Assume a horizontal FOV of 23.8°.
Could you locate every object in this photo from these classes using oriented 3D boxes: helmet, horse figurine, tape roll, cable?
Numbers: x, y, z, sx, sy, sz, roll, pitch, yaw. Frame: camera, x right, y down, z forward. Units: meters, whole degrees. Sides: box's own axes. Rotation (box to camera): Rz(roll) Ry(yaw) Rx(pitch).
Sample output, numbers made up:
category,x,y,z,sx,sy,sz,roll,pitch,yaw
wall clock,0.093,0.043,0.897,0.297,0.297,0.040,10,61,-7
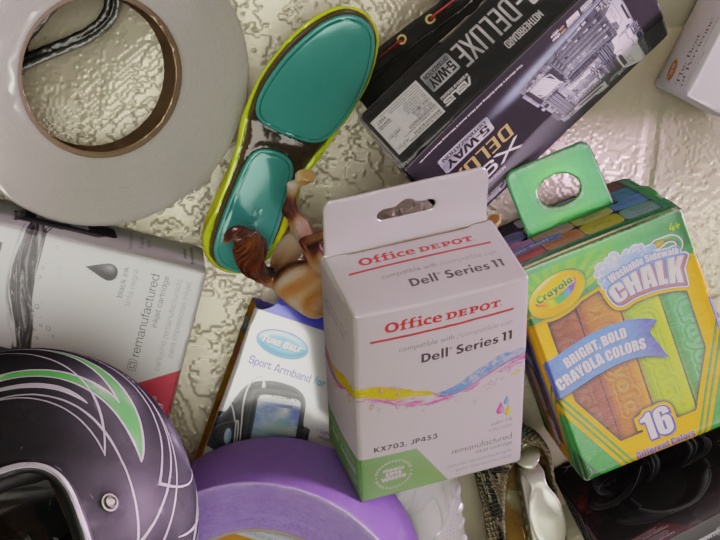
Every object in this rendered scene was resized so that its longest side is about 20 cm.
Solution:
category,x,y,z,sx,sy,sz,roll,pitch,yaw
helmet,-0.192,0.142,1.024,0.190,0.200,0.201,3,101,-7
horse figurine,0.000,0.000,1.125,0.200,0.050,0.133,11,140,-14
tape roll,-0.173,-0.128,1.115,0.202,0.037,0.203,-4,102,-19
tape roll,-0.059,0.219,1.145,0.199,0.085,0.201,2,106,7
cable,-0.245,-0.130,1.120,0.200,0.050,0.097,-19,101,-3

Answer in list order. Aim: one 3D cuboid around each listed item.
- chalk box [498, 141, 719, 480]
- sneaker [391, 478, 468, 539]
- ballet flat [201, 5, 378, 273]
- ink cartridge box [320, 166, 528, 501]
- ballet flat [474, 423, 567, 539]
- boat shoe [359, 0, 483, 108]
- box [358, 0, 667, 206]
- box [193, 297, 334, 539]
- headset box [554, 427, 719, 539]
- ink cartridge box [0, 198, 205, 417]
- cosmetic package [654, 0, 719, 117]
category,x,y,z,sx,sy,sz,roll,pitch,yaw
chalk box,0.162,0.016,1.162,0.124,0.124,0.200,-22,104,-2
sneaker,0.047,0.182,1.217,0.099,0.078,0.200,15,108,-16
ballet flat,-0.053,-0.092,1.141,0.067,0.067,0.200,23,106,-17
ink cartridge box,0.040,0.042,1.075,0.117,0.067,0.200,-13,130,-13
ballet flat,0.125,0.204,1.220,0.068,0.075,0.200,-17,104,-22
boat shoe,0.078,-0.173,1.136,0.201,0.074,0.063,-43,74,5
box,0.104,-0.127,1.111,0.200,0.158,0.050,-43,69,2
box,-0.045,0.111,1.202,0.119,0.041,0.200,19,96,-10
headset box,0.231,0.166,1.163,0.149,0.200,0.077,-28,104,0
ink cartridge box,-0.218,0.036,1.141,0.200,0.083,0.146,13,101,-10
cosmetic package,0.273,-0.201,1.154,0.051,0.083,0.200,25,97,-9
